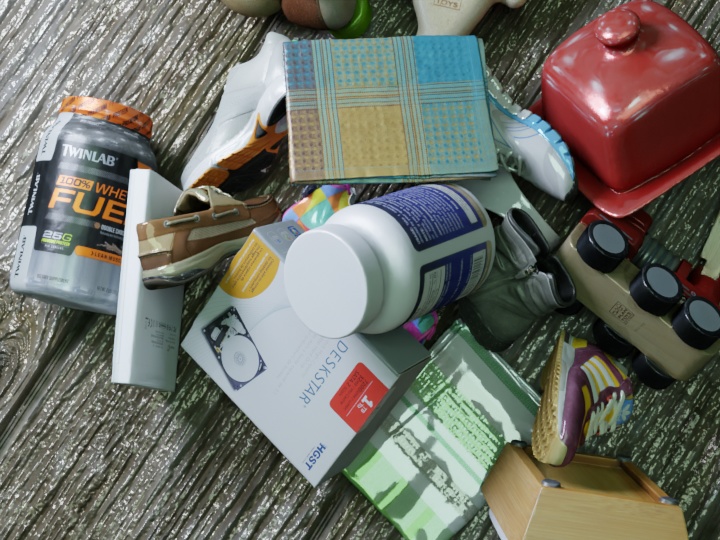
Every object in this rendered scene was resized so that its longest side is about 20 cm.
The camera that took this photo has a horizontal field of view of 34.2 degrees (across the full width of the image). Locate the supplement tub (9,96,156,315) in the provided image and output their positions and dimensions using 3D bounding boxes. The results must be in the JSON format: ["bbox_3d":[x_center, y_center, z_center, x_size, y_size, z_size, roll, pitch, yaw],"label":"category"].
[{"bbox_3d":[-0.276,-0.065,1.185,0.120,0.123,0.204,9,82,4],"label":"supplement tub"}]

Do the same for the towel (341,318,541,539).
[{"bbox_3d":[0.086,0.169,1.177,0.149,0.031,0.200,44,86,9],"label":"towel"}]

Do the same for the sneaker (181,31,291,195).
[{"bbox_3d":[-0.119,-0.157,1.199,0.199,0.075,0.093,-41,61,25],"label":"sneaker"}]

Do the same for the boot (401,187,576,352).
[{"bbox_3d":[0.122,-0.027,1.148,0.067,0.131,0.201,-32,80,-41],"label":"boot"}]

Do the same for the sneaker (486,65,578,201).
[{"bbox_3d":[0.130,-0.127,1.154,0.086,0.075,0.200,-36,63,-15],"label":"sneaker"}]

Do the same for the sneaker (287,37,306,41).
[{"bbox_3d":[-0.031,-0.167,1.198,0.199,0.078,0.086,38,88,21],"label":"sneaker"}]

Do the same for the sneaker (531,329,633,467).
[{"bbox_3d":[0.216,0.124,1.099,0.089,0.201,0.076,21,119,3],"label":"sneaker"}]

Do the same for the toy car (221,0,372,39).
[{"bbox_3d":[-0.099,-0.326,1.205,0.196,0.164,0.161,1,81,16],"label":"toy car"}]

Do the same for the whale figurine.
[{"bbox_3d":[0.099,-0.303,1.225,0.156,0.104,0.204,11,106,4],"label":"whale figurine"}]

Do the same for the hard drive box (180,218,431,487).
[{"bbox_3d":[-0.055,0.077,1.133,0.200,0.076,0.157,43,116,15],"label":"hard drive box"}]

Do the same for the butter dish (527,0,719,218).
[{"bbox_3d":[0.261,-0.188,1.132,0.198,0.149,0.200,-33,45,-2],"label":"butter dish"}]

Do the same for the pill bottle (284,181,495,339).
[{"bbox_3d":[0.028,-0.009,1.059,0.114,0.199,0.118,11,109,35],"label":"pill bottle"}]

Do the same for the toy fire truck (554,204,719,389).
[{"bbox_3d":[0.303,-0.016,1.162,0.175,0.129,0.200,38,46,7],"label":"toy fire truck"}]

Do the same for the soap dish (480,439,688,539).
[{"bbox_3d":[0.202,0.220,1.067,0.154,0.200,0.083,9,94,-4],"label":"soap dish"}]

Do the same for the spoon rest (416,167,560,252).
[{"bbox_3d":[0.125,-0.091,1.198,0.200,0.061,0.099,44,86,7],"label":"spoon rest"}]

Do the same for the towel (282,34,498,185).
[{"bbox_3d":[0.027,-0.153,1.111,0.196,0.022,0.150,-3,75,-5],"label":"towel"}]

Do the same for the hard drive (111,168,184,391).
[{"bbox_3d":[-0.206,0.014,1.164,0.026,0.132,0.204,2,81,10],"label":"hard drive"}]

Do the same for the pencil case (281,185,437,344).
[{"bbox_3d":[0.000,0.000,1.181,0.088,0.088,0.202,-33,83,-2],"label":"pencil case"}]

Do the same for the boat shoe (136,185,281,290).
[{"bbox_3d":[-0.146,-0.047,1.140,0.075,0.200,0.075,-12,103,31],"label":"boat shoe"}]
